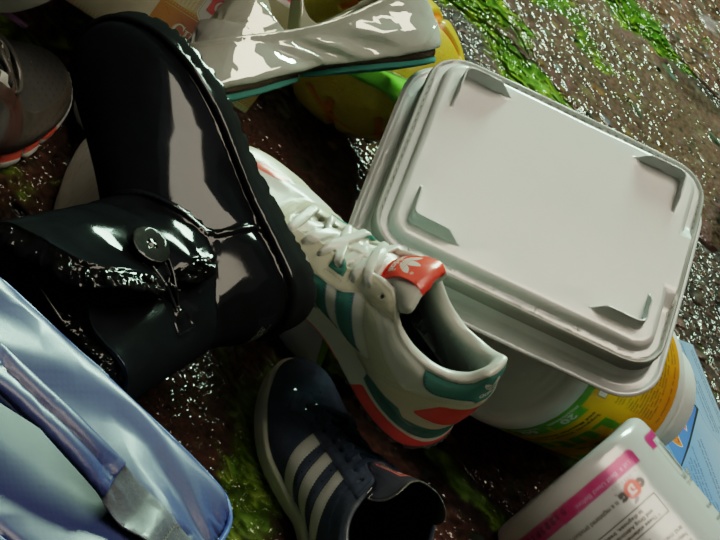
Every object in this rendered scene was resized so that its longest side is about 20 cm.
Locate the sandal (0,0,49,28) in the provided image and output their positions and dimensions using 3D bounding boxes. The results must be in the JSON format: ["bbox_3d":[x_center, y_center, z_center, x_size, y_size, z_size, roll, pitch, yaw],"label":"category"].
[{"bbox_3d":[-0.181,-0.158,1.180,0.200,0.050,0.082,3,7,2],"label":"sandal"}]

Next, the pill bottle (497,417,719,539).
[{"bbox_3d":[0.183,0.198,1.267,0.200,0.113,0.113,51,31,7],"label":"pill bottle"}]

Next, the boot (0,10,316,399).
[{"bbox_3d":[-0.125,-0.034,1.061,0.168,0.076,0.201,-19,74,-52],"label":"boot"}]

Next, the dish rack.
[{"bbox_3d":[0.104,-0.035,1.236,0.199,0.044,0.173,25,52,-5],"label":"dish rack"}]

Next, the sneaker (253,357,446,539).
[{"bbox_3d":[0.001,0.118,1.163,0.075,0.084,0.201,18,41,-39],"label":"sneaker"}]

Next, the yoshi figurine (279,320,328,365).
[{"bbox_3d":[-0.002,-0.015,1.293,0.199,0.112,0.113,9,41,-50],"label":"yoshi figurine"}]

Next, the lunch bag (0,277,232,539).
[{"bbox_3d":[-0.163,0.096,0.940,0.200,0.132,0.136,43,31,-7],"label":"lunch bag"}]

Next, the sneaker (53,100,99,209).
[{"bbox_3d":[-0.119,-0.053,1.226,0.088,0.075,0.201,38,30,-25],"label":"sneaker"}]

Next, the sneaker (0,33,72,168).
[{"bbox_3d":[-0.214,-0.106,1.154,0.077,0.082,0.199,55,32,14],"label":"sneaker"}]

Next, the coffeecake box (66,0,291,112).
[{"bbox_3d":[-0.124,-0.201,1.333,0.153,0.073,0.200,32,17,-25],"label":"coffeecake box"}]

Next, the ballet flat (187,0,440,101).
[{"bbox_3d":[-0.043,-0.135,1.233,0.199,0.070,0.070,-15,64,-32],"label":"ballet flat"}]

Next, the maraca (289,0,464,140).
[{"bbox_3d":[0.019,-0.134,1.422,0.136,0.108,0.200,6,23,-46],"label":"maraca"}]

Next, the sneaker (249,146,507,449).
[{"bbox_3d":[0.001,-0.001,1.139,0.200,0.093,0.070,49,49,-2],"label":"sneaker"}]

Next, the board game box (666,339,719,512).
[{"bbox_3d":[0.225,0.123,1.495,0.102,0.019,0.201,21,40,-39],"label":"board game box"}]

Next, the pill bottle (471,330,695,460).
[{"bbox_3d":[0.137,0.059,1.353,0.200,0.111,0.112,25,34,-57],"label":"pill bottle"}]
